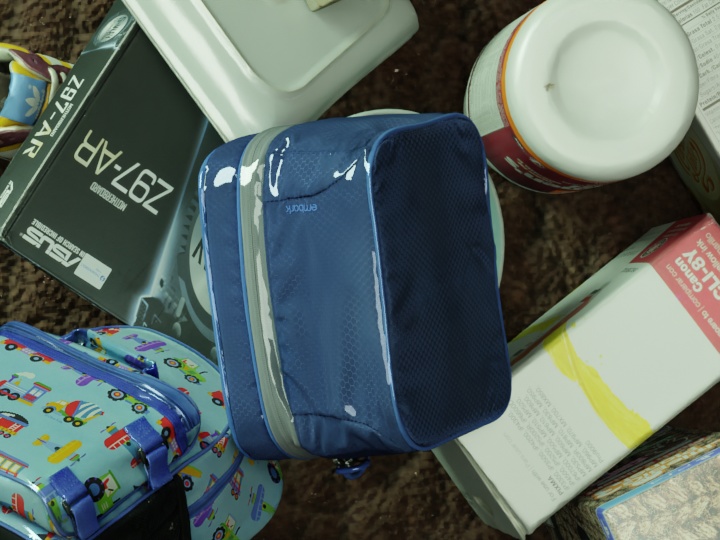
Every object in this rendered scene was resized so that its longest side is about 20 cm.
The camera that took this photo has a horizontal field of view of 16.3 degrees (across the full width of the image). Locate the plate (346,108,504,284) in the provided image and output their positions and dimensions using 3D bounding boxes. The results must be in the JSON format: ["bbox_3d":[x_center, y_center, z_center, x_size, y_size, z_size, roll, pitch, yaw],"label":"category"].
[{"bbox_3d":[0.000,0.000,1.495,0.200,0.026,0.201,-11,111,-31],"label":"plate"}]

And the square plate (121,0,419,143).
[{"bbox_3d":[-0.062,-0.182,1.457,0.198,0.028,0.200,54,43,-9],"label":"square plate"}]

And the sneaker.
[{"bbox_3d":[-0.180,-0.089,1.474,0.199,0.090,0.075,9,87,-7],"label":"sneaker"}]

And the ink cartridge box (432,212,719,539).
[{"bbox_3d":[0.138,0.061,1.484,0.200,0.145,0.083,-38,93,-7],"label":"ink cartridge box"}]

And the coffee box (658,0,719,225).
[{"bbox_3d":[0.230,-0.092,1.518,0.080,0.114,0.200,-31,92,-7],"label":"coffee box"}]

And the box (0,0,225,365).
[{"bbox_3d":[-0.102,-0.040,1.468,0.200,0.044,0.160,36,83,-30],"label":"box"}]

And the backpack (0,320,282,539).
[{"bbox_3d":[-0.146,0.102,1.387,0.200,0.182,0.135,-33,134,-37],"label":"backpack"}]

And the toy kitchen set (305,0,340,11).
[{"bbox_3d":[0.036,-0.290,1.438,0.180,0.163,0.200,-28,92,-37],"label":"toy kitchen set"}]

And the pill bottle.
[{"bbox_3d":[0.121,-0.101,1.459,0.109,0.200,0.110,0,88,-7],"label":"pill bottle"}]

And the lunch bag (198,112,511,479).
[{"bbox_3d":[-0.008,0.017,1.373,0.132,0.136,0.201,-3,95,32],"label":"lunch bag"}]

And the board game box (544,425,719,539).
[{"bbox_3d":[0.192,0.184,1.461,0.097,0.200,0.160,-25,91,-8],"label":"board game box"}]
